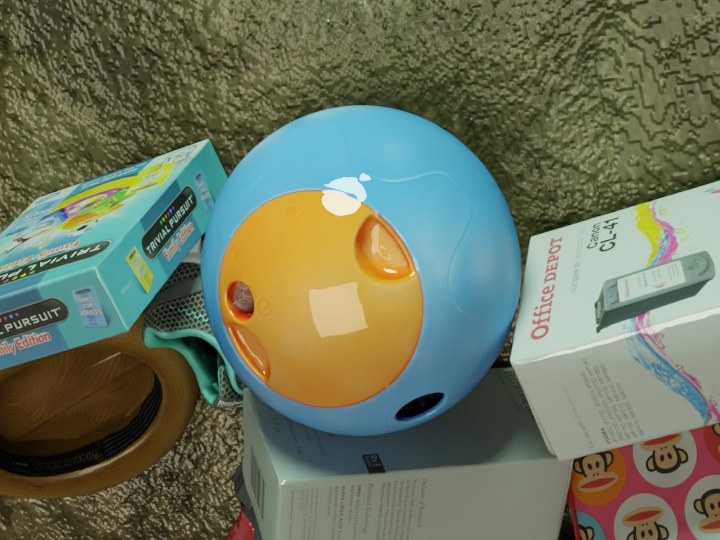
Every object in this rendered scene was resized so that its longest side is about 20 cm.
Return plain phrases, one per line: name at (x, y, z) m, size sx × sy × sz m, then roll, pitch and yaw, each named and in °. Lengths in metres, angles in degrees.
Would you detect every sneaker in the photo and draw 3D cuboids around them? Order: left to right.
sneaker at (-0.071, 0.068, 1.083) m, size 0.199 × 0.092 × 0.077 m, roll 38°, pitch 144°, yaw -12°

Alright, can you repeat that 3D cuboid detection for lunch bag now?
lunch bag at (0.228, 0.122, 1.017) m, size 0.198 × 0.082 × 0.178 m, roll -17°, pitch 76°, yaw 23°

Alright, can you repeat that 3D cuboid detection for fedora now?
fedora at (-0.215, 0.078, 1.130) m, size 0.198 × 0.082 × 0.202 m, roll -10°, pitch 135°, yaw -11°

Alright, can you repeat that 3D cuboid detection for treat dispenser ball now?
treat dispenser ball at (0.000, 0.000, 0.976) m, size 0.198 × 0.201 × 0.203 m, roll 7°, pitch 118°, yaw 13°

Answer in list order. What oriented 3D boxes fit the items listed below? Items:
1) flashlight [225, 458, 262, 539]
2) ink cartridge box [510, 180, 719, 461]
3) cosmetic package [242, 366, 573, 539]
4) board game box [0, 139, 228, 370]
flashlight at (-0.100, 0.214, 1.197) m, size 0.067 × 0.068 × 0.201 m, roll 4°, pitch 124°, yaw -37°
ink cartridge box at (0.200, 0.021, 0.955) m, size 0.198 × 0.148 × 0.086 m, roll -16°, pitch 118°, yaw 22°
cosmetic package at (0.028, 0.130, 1.040) m, size 0.197 × 0.113 × 0.082 m, roll -5°, pitch 122°, yaw -16°
board game box at (-0.184, -0.008, 1.028) m, size 0.149 × 0.200 × 0.047 m, roll -17°, pitch 110°, yaw 23°
